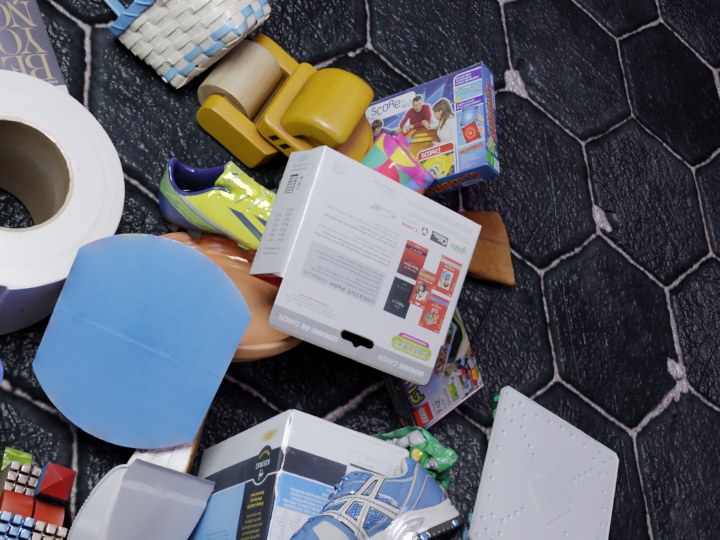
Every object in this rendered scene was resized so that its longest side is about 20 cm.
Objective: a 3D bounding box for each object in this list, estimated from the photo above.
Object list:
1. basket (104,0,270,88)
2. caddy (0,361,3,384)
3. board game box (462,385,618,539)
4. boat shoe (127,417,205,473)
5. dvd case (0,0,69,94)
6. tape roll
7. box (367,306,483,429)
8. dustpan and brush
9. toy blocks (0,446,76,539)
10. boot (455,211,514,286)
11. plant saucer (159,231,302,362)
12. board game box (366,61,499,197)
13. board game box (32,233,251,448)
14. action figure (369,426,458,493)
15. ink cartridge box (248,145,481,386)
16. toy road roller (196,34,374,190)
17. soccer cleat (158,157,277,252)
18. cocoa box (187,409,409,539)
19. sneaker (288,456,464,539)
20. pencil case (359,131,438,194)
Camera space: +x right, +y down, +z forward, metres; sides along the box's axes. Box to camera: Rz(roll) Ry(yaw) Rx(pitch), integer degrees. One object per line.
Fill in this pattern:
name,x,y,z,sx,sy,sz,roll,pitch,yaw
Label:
basket,-0.210,-0.318,1.023,0.201,0.175,0.140,51,36,-21
caddy,-0.369,0.109,0.726,0.104,0.198,0.144,32,56,-38
board game box,0.223,0.274,1.144,0.198,0.026,0.202,31,56,-18
boat shoe,-0.177,0.118,0.919,0.068,0.071,0.202,17,49,-4
dvd case,-0.398,-0.252,0.964,0.147,0.016,0.203,-15,80,-37
tape roll,-0.329,-0.059,0.851,0.200,0.139,0.206,14,63,-28
box,0.063,0.070,1.059,0.109,0.035,0.203,-32,113,-26
dustpan and brush,-0.219,0.255,0.806,0.203,0.057,0.139,-65,150,-10
toy blocks,-0.282,0.234,0.760,0.099,0.136,0.203,23,59,-23
boot,0.113,0.004,1.179,0.198,0.068,0.191,10,58,-38
plant saucer,-0.141,0.029,0.949,0.197,0.038,0.201,15,30,-9
board game box,0.066,-0.151,1.114,0.034,0.197,0.138,31,52,-50
board game box,-0.192,0.058,0.832,0.156,0.202,0.039,24,17,-10
action figure,0.034,0.203,0.941,0.054,0.200,0.120,-22,82,-36
ink cartridge box,0.000,0.000,0.939,0.198,0.083,0.178,24,80,-28
toy road roller,-0.072,-0.183,1.060,0.199,0.146,0.124,38,61,-13
soccer cleat,-0.117,-0.068,0.980,0.196,0.085,0.065,12,31,6
cocoa box,-0.066,0.228,0.864,0.132,0.199,0.133,23,60,-24
sneaker,-0.013,0.210,0.747,0.197,0.076,0.078,-11,57,-35
pencil case,-0.002,-0.058,1.043,0.088,0.088,0.201,39,97,-12
